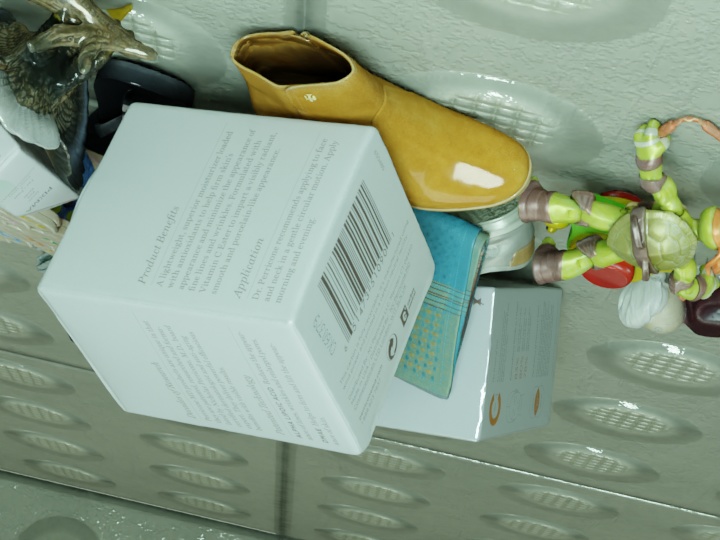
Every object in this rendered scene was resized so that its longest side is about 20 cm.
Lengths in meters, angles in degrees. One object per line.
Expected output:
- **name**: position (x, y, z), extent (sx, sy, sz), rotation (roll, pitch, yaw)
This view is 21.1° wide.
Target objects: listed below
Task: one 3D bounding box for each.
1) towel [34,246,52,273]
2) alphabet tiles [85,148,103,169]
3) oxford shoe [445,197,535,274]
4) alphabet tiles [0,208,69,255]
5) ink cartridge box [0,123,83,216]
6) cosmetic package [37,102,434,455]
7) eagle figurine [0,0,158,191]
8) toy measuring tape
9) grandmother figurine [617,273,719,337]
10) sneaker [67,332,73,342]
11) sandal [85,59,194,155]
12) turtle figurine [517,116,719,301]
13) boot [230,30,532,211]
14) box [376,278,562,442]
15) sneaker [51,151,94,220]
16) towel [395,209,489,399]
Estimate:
- **towel**: position (-0.197, -0.005, 1.836), extent (0.199, 0.049, 0.171), rotation (17, 167, -26)
- **alphabet tiles**: position (-0.276, -0.091, 1.681), extent (0.199, 0.015, 0.195), rotation (3, 161, 30)
- **oxford shoe**: position (0.059, -0.018, 1.547), extent (0.199, 0.075, 0.058), rotation (-6, 119, 41)
- **alphabet tiles**: position (-0.281, -0.042, 1.522), extent (0.195, 0.015, 0.199), rotation (30, 167, -36)
- **ink cartridge box**: position (-0.278, -0.102, 1.416), extent (0.161, 0.050, 0.200), rotation (47, 177, 16)
- **cosmetic package**: position (-0.081, 0.004, 1.334), extent (0.199, 0.166, 0.165), rotation (8, 148, 26)
- **eagle figurine**: position (-0.214, -0.138, 1.296), extent (0.150, 0.153, 0.200), rotation (-1, 168, -33)
- **toy measuring tape**: position (0.225, -0.009, 1.452), extent (0.199, 0.074, 0.074), rotation (20, 163, -6)
- **grandmother figurine**: position (0.311, 0.038, 1.581), extent (0.198, 0.061, 0.122), rotation (8, 154, 9)
- **sneaker**: position (-0.133, 0.029, 1.502), extent (0.198, 0.090, 0.079), rotation (-16, 169, 5)
- **sandal**: position (-0.174, -0.112, 1.486), extent (0.075, 0.043, 0.200), rotation (16, 163, -9)
- **turtle figurine**: position (0.199, -0.020, 1.359), extent (0.160, 0.065, 0.201), rotation (-2, 136, 26)
- **boot**: position (0.014, -0.104, 1.321), extent (0.200, 0.071, 0.144), rotation (13, 164, 16)
- **box**: position (0.094, 0.071, 1.633), extent (0.097, 0.126, 0.200), rotation (6, -179, 22)
- **sneaker**: position (-0.298, -0.099, 1.564), extent (0.199, 0.071, 0.083), rotation (30, 162, -11)
- **towel**: position (0.000, 0.000, 1.523), extent (0.199, 0.148, 0.022), rotation (23, -154, 22)
